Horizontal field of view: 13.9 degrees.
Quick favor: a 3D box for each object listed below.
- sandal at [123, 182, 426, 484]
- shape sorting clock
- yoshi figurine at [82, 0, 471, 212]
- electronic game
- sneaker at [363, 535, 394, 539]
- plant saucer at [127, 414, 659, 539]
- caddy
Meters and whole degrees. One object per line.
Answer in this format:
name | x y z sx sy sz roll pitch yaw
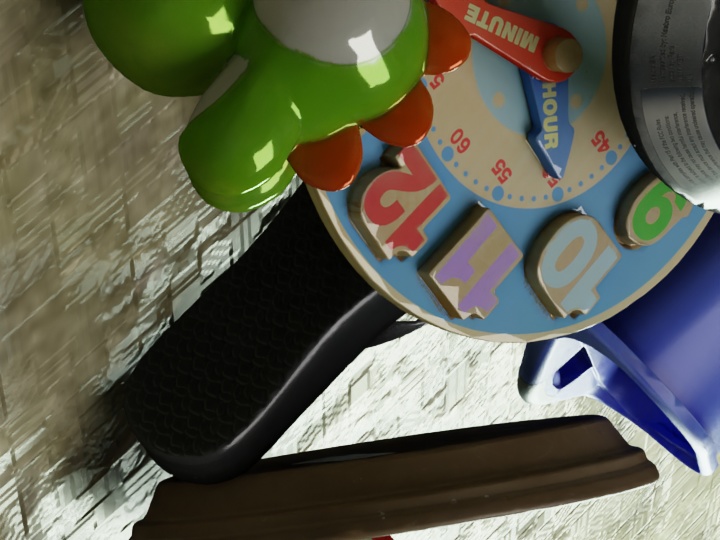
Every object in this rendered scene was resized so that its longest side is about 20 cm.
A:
sandal | -0.001 0.000 1.060 0.200 0.076 0.043 -40 144 -7
shape sorting clock | 0.060 -0.074 0.997 0.200 0.039 0.201 -7 104 -30
yoshi figurine | -0.009 -0.116 0.866 0.200 0.112 0.112 -55 133 -12
electronic game | 0.164 -0.106 0.982 0.200 0.042 0.200 -24 134 -27
sneaker | -0.016 0.176 1.090 0.115 0.078 0.200 -14 140 -25
plant saucer | 0.011 0.079 1.096 0.200 0.200 0.030 -7 89 -60
caddy | 0.100 0.012 1.157 0.105 0.141 0.200 -46 166 -2
